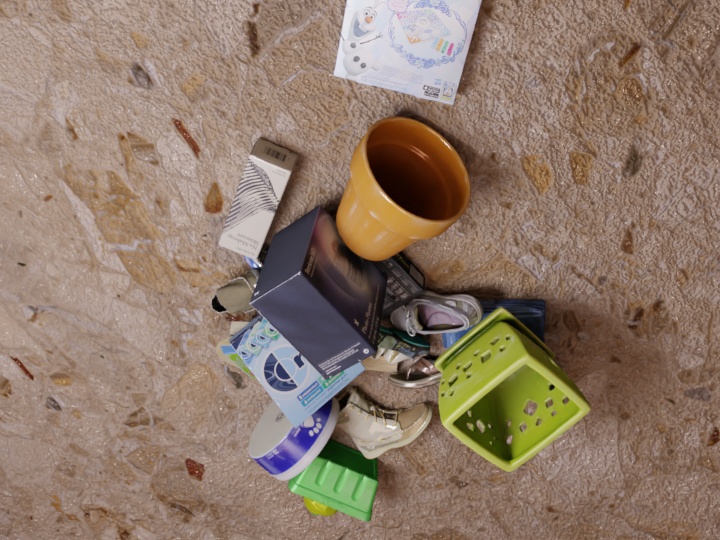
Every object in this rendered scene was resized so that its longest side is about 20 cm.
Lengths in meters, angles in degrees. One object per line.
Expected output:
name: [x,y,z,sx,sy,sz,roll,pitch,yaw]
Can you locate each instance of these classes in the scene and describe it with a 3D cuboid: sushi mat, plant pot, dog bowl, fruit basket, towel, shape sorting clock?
sushi mat: [-0.023,0.183,1.611,0.196,0.012,0.096,3,158,4]
plant pot: [0.255,0.198,1.426,0.200,0.183,0.198,-41,120,19]
dog bowl: [-0.136,0.320,1.638,0.079,0.201,0.199,42,121,-17]
fruit basket: [-0.071,0.489,1.792,0.212,0.156,0.219,0,109,0]
plant pot: [0.051,-0.116,1.324,0.198,0.202,0.183,29,140,-12]
towel: [0.253,0.109,1.525,0.196,0.049,0.113,-2,125,10]
shape sorting clock: [-0.183,0.166,1.567,0.196,0.040,0.201,2,152,1]

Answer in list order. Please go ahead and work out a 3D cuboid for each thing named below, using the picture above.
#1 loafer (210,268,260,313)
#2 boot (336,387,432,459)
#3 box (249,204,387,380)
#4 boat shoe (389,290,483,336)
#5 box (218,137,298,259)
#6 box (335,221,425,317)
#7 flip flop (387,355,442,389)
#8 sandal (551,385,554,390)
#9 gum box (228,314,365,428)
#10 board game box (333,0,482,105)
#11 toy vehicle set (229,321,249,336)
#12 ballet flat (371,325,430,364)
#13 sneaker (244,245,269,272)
loafer: [-0.223,0.052,1.485,0.076,0.069,0.199,60,151,-4]
boot: [0.037,0.301,1.680,0.199,0.072,0.155,-34,112,28]
box: [-0.063,0.035,1.363,0.122,0.201,0.199,-31,117,27]
boat shoe: [0.129,0.084,1.482,0.200,0.064,0.076,0,111,40]
box: [-0.181,-0.124,1.415,0.081,0.069,0.202,21,125,-6]
box: [0.000,0.000,1.485,0.157,0.051,0.200,-34,115,27]
flip flop: [0.147,0.196,1.591,0.197,0.081,0.059,-14,87,28]
sandal: [0.311,0.187,1.566,0.197,0.046,0.075,20,158,10]
gum box: [-0.115,0.154,1.468,0.169,0.044,0.201,-39,105,-9]
board game box: [0.072,-0.372,1.218,0.197,0.044,0.201,14,126,-1]
toy vehicle set: [-0.147,0.137,1.580,0.196,0.027,0.125,2,157,8]
ballet flat: [0.050,0.140,1.525,0.198,0.075,0.074,23,129,-37]
sneaker: [-0.167,0.041,1.523,0.088,0.079,0.201,-22,119,19]
